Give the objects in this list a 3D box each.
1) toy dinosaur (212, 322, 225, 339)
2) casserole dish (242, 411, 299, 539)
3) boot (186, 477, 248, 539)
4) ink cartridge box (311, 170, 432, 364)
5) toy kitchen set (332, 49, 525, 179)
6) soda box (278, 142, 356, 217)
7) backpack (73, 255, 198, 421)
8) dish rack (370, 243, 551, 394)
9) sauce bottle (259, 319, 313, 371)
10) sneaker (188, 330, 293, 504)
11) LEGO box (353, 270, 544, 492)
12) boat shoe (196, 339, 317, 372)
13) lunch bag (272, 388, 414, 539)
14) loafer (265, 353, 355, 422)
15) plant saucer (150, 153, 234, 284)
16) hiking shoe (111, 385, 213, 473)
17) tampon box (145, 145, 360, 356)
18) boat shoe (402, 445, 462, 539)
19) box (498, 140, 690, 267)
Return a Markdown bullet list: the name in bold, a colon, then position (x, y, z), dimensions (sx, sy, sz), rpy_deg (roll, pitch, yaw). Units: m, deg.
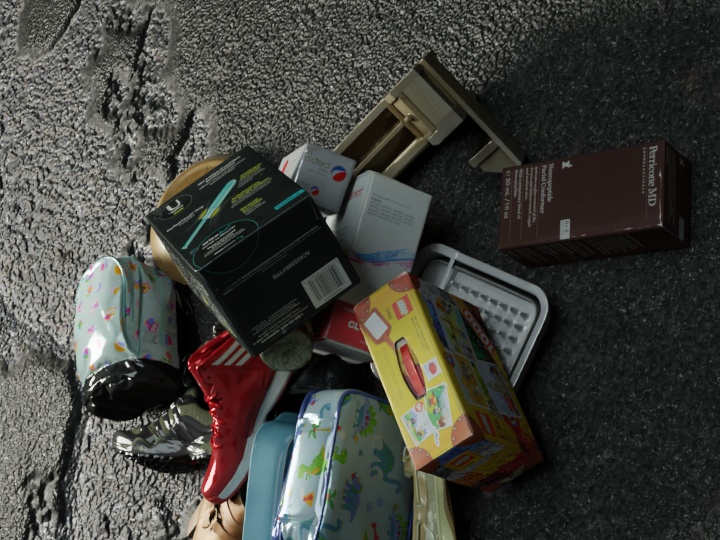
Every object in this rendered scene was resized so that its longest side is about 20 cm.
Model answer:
- **toy dinosaur**: position (-0.138, 0.055, 1.778), dimensions (0.200, 0.088, 0.048), rpy_deg (-113, 25, -65)
- **casserole dish**: position (-0.075, 0.259, 1.621), dimensions (0.039, 0.121, 0.201), rpy_deg (-2, 78, 37)
- **boot**: position (-0.157, 0.322, 1.698), dimensions (0.155, 0.073, 0.201), rpy_deg (-50, 34, 40)
- **ink cartridge box**: position (0.000, 0.000, 1.691), dimensions (0.146, 0.082, 0.201), rpy_deg (163, 126, -71)
- **toy kitchen set**: position (0.072, -0.130, 1.689), dimensions (0.163, 0.200, 0.180), rpy_deg (45, 106, -4)
- **soda box**: position (-0.063, -0.104, 1.765), dimensions (0.200, 0.063, 0.068), rpy_deg (172, 118, -79)
- **backpack**: position (-0.302, 0.079, 1.911), dimensions (0.166, 0.126, 0.201), rpy_deg (-24, 57, 32)
- **dish rack**: position (0.117, 0.076, 1.644), dimensions (0.200, 0.043, 0.172), rpy_deg (25, 88, 41)
- **sauce bottle**: position (-0.089, 0.039, 1.680), dimensions (0.065, 0.065, 0.200), rpy_deg (-41, 25, 18)
- **sneaker**: position (-0.165, 0.158, 1.663), dimensions (0.078, 0.115, 0.201), rpy_deg (6, 72, 63)
- **LEGO box**: position (0.092, 0.119, 1.523), dimensions (0.077, 0.149, 0.201), rpy_deg (-36, 56, 22)
- **boat shoe**: position (-0.133, 0.105, 1.796), dimensions (0.202, 0.075, 0.075), rpy_deg (4, 59, 35)
- **lunch bag**: position (-0.007, 0.239, 1.603), dimensions (0.082, 0.160, 0.201), rpy_deg (-6, 68, 45)
- **loafer**: position (-0.087, 0.162, 1.713), dimensions (0.200, 0.068, 0.071), rpy_deg (-32, 20, 40)
- **plant saucer**: position (-0.199, -0.077, 1.917), dimensions (0.199, 0.035, 0.201), rpy_deg (-12, 58, 20)
- **hiking shoe**: position (-0.225, 0.201, 1.850), dimensions (0.199, 0.076, 0.101), rpy_deg (-3, 63, 27)
- **tampon box**: position (-0.122, -0.026, 1.613), dimensions (0.150, 0.127, 0.200), rpy_deg (-35, 30, -9)
- **boat shoe**: position (0.069, 0.242, 1.581), dimensions (0.063, 0.073, 0.202), rpy_deg (-11, 80, 9)
- **box**: position (0.252, -0.069, 1.576), dimensions (0.199, 0.075, 0.101), rpy_deg (-8, 68, 33)
